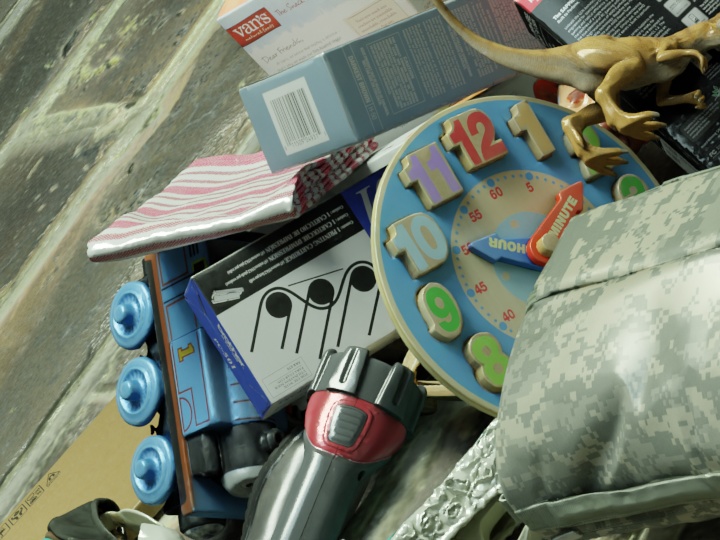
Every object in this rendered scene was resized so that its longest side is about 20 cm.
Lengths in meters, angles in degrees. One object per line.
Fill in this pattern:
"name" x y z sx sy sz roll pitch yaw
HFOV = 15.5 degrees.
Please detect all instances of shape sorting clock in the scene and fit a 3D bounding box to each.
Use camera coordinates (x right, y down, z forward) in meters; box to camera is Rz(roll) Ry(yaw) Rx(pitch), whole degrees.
"shape sorting clock" 0.100 -0.007 1.490 0.200 0.200 0.039 -61 5 -31

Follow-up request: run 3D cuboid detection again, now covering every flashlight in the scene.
"flashlight" -0.026 0.144 1.504 0.068 0.068 0.201 -5 58 53

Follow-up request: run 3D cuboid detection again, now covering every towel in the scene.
"towel" -0.080 -0.055 1.698 0.146 0.030 0.200 -14 12 20

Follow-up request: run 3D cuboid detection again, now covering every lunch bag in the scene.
"lunch bag" 0.170 0.055 1.348 0.200 0.139 0.168 -16 37 49

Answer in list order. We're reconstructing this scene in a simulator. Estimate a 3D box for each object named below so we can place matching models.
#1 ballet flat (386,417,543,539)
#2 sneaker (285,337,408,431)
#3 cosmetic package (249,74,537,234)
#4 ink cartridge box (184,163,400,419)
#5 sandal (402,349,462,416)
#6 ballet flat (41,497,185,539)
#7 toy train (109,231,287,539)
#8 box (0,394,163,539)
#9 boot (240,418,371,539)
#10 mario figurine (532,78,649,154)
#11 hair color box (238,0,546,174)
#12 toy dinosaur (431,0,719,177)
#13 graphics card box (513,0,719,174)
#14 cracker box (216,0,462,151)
"ballet flat" 0.057 0.153 1.470 0.200 0.072 0.072 -51 25 -7
"sneaker" -0.019 0.068 1.737 0.200 0.077 0.082 -12 68 52
"cosmetic package" 0.035 -0.053 1.769 0.200 0.071 0.101 -30 4 29
"ink cartridge box" 0.000 0.000 1.637 0.200 0.094 0.044 -31 -9 -18
"sandal" 0.052 0.048 1.596 0.211 0.077 0.070 -11 76 57
"ballet flat" -0.149 0.192 1.721 0.068 0.068 0.200 -36 29 -14
"toy train" -0.100 0.071 1.719 0.114 0.086 0.201 -27 65 42
"box" -0.178 0.150 1.888 0.200 0.021 0.163 -48 25 -7
"boot" -0.028 0.183 1.567 0.201 0.070 0.132 -60 29 -5
"mario figurine" 0.119 -0.050 1.618 0.124 0.106 0.201 129 160 -54
"hair color box" 0.035 -0.127 1.637 0.200 0.061 0.099 -25 5 -35
"toy dinosaur" 0.133 -0.114 1.514 0.199 0.061 0.107 -2 59 -4
"graphics card box" 0.202 -0.135 1.558 0.125 0.051 0.200 -44 64 -4
"cracker box" 0.017 -0.149 1.829 0.134 0.200 0.058 -24 32 37
